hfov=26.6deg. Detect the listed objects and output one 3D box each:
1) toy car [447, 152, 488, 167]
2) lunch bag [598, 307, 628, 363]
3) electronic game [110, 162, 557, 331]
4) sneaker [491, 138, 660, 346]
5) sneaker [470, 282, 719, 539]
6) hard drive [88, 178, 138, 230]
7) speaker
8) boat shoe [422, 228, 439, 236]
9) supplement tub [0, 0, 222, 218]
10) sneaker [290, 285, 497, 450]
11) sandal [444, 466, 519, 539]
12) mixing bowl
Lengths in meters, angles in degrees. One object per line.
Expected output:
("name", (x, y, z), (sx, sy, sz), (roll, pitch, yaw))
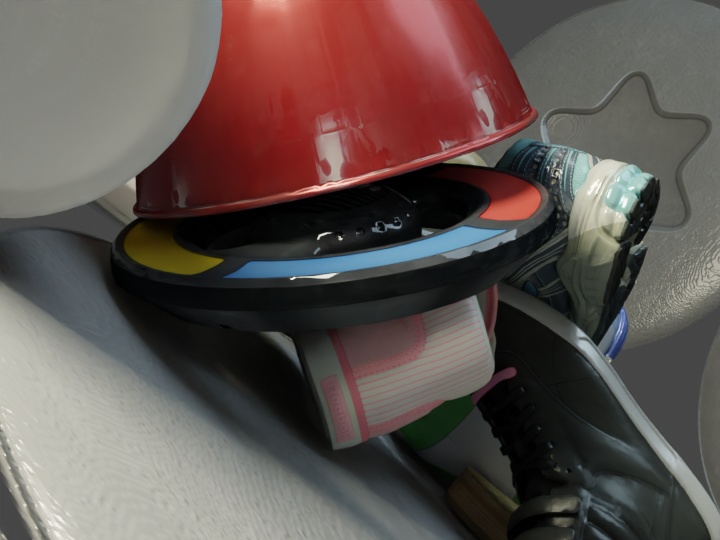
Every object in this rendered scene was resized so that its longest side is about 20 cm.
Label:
("toy car", (0.008, -0.026, 1.119), (0.164, 0.159, 0.200), (34, -5, -22))
("lunch bag", (0.106, 0.037, 1.147), (0.075, 0.161, 0.200), (36, 5, -41))
("electronic game", (-0.012, -0.018, 0.675), (0.200, 0.198, 0.042), (-126, -152, -72))
("sneaker", (0.102, -0.010, 0.806), (0.086, 0.078, 0.201), (28, -24, 14))
("sneaker", (0.090, 0.095, 0.761), (0.200, 0.099, 0.071), (48, -40, 2))
("hard drive", (-0.168, -0.082, 0.795), (0.200, 0.026, 0.132), (40, 4, -20))
("speaker", (0.117, 0.123, 0.888), (0.200, 0.089, 0.088), (40, 4, -13))
("boat shoe", (0.000, 0.000, 0.891), (0.198, 0.068, 0.072), (10, -28, -15))
("supplement tub", (-0.143, -0.118, 0.572), (0.144, 0.145, 0.200), (38, 5, -31))
("sneaker", (0.012, 0.018, 0.766), (0.200, 0.104, 0.076), (-120, -170, -67))
("sandal", (0.145, 0.165, 0.818), (0.211, 0.070, 0.078), (41, 4, -5))
("mixing bowl", (-0.023, -0.103, 0.714), (0.200, 0.198, 0.110), (-119, -164, -78))
